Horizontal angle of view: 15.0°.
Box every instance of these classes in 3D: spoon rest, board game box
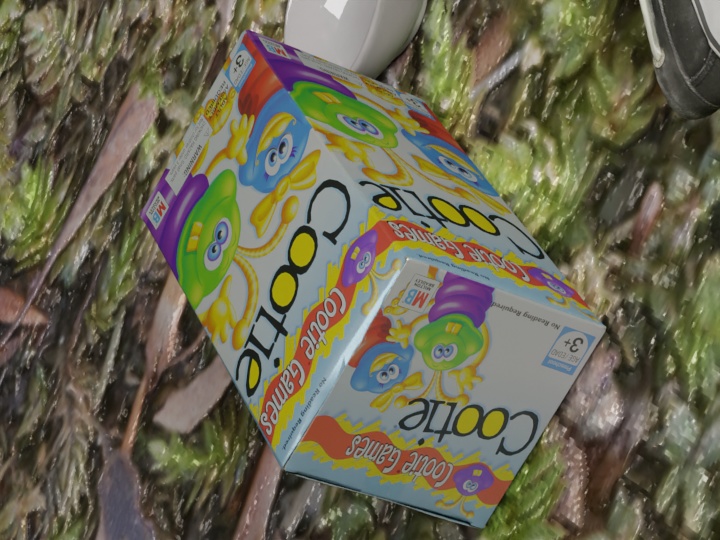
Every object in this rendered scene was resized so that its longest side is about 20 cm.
[{"bbox_3d":[0.020,-0.157,1.235,0.200,0.061,0.100,-46,39,34],"label":"spoon rest"},{"bbox_3d":[0.000,0.000,1.140,0.103,0.105,0.200,-59,34,18],"label":"board game box"}]

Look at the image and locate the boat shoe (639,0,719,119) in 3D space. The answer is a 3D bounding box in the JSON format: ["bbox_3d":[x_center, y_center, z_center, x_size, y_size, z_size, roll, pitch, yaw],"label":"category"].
[{"bbox_3d":[0.124,-0.153,1.059,0.064,0.071,0.200,-37,47,42],"label":"boat shoe"}]
